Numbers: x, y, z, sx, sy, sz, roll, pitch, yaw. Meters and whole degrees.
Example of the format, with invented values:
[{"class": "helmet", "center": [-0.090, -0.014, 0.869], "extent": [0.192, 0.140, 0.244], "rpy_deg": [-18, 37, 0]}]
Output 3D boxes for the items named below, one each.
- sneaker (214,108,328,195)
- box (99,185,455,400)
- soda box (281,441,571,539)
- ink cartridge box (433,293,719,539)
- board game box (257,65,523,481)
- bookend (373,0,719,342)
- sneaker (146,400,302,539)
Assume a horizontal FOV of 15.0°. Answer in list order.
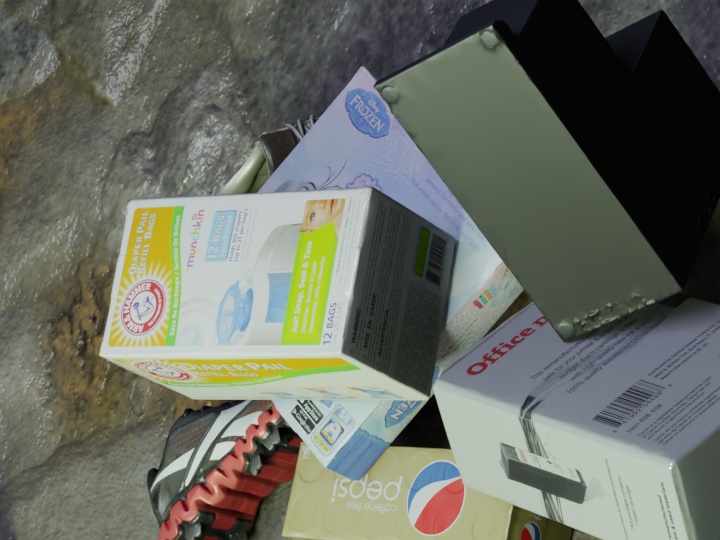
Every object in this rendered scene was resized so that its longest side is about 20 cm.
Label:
[{"class": "sneaker", "center": [-0.031, -0.075, 1.922], "extent": [0.200, 0.090, 0.067], "rpy_deg": [-41, 48, 24]}, {"class": "box", "center": [-0.054, 0.018, 1.742], "extent": [0.199, 0.101, 0.113], "rpy_deg": [-1, 71, 36]}, {"class": "soda box", "center": [0.044, 0.154, 1.773], "extent": [0.199, 0.064, 0.068], "rpy_deg": [0, 73, 43]}, {"class": "ink cartridge box", "center": [0.164, 0.084, 1.621], "extent": [0.144, 0.084, 0.199], "rpy_deg": [-35, 34, -30]}, {"class": "board game box", "center": [0.000, 0.000, 1.803], "extent": [0.199, 0.043, 0.200], "rpy_deg": [-50, 51, 11]}, {"class": "bookend", "center": [0.128, -0.101, 1.646], "extent": [0.092, 0.200, 0.199], "rpy_deg": [-25, 23, 34]}, {"class": "sneaker", "center": [-0.081, 0.118, 1.903], "extent": [0.201, 0.071, 0.098], "rpy_deg": [-47, 49, 21]}]
